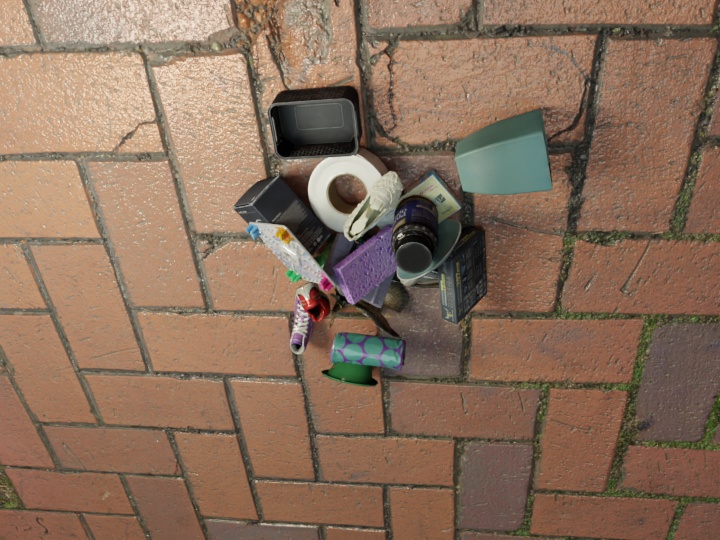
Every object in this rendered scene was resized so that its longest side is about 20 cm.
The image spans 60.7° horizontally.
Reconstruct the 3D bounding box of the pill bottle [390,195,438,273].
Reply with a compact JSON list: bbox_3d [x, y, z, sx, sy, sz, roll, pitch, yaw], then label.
[{"bbox_3d":[0.129,-0.083,1.450,0.111,0.201,0.113,3,124,5],"label":"pill bottle"}]

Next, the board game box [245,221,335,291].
[{"bbox_3d":[-0.172,-0.033,1.483,0.199,0.026,0.200,11,145,55],"label":"board game box"}]

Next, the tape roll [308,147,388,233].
[{"bbox_3d":[-0.024,-0.195,1.500,0.201,0.071,0.204,6,115,13],"label":"tape roll"}]

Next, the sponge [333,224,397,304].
[{"bbox_3d":[0.028,-0.016,1.531,0.030,0.200,0.112,19,140,47],"label":"sponge"}]

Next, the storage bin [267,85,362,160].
[{"bbox_3d":[-0.102,-0.341,1.421,0.198,0.094,0.136,-2,123,7],"label":"storage bin"}]

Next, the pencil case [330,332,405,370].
[{"bbox_3d":[0.022,0.218,1.653,0.198,0.086,0.093,6,143,5],"label":"pencil case"}]

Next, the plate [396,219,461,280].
[{"bbox_3d":[0.171,-0.045,1.493,0.200,0.201,0.026,-36,113,26],"label":"plate"}]

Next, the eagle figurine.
[{"bbox_3d":[0.024,0.094,1.670,0.198,0.151,0.153,6,93,18],"label":"eagle figurine"}]

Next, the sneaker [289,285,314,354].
[{"bbox_3d":[-0.161,0.148,1.738,0.072,0.115,0.202,8,123,3],"label":"sneaker"}]

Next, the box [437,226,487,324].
[{"bbox_3d":[0.262,0.013,1.571,0.051,0.158,0.201,17,133,36],"label":"box"}]

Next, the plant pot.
[{"bbox_3d":[0.324,-0.258,1.402,0.198,0.142,0.142,-8,122,21],"label":"plant pot"}]

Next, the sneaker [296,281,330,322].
[{"bbox_3d":[-0.121,0.101,1.631,0.076,0.085,0.200,-24,158,3],"label":"sneaker"}]

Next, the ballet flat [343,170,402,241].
[{"bbox_3d":[0.029,-0.141,1.436,0.071,0.072,0.200,33,118,-15],"label":"ballet flat"}]

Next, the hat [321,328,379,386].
[{"bbox_3d":[-0.008,0.235,1.803,0.199,0.165,0.178,11,92,31],"label":"hat"}]

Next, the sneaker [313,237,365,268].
[{"bbox_3d":[-0.069,-0.044,1.636,0.198,0.074,0.084,-16,97,19],"label":"sneaker"}]

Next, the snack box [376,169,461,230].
[{"bbox_3d":[0.140,-0.150,1.549,0.199,0.037,0.116,-34,113,26],"label":"snack box"}]

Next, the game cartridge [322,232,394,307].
[{"bbox_3d":[0.000,0.000,1.559,0.199,0.038,0.131,27,85,-34],"label":"game cartridge"}]

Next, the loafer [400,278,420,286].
[{"bbox_3d":[0.185,-0.031,1.578,0.200,0.070,0.070,-44,129,6],"label":"loafer"}]

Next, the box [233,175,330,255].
[{"bbox_3d":[-0.197,-0.125,1.527,0.200,0.104,0.148,49,160,-23],"label":"box"}]

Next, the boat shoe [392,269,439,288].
[{"bbox_3d":[0.138,0.013,1.643,0.198,0.061,0.074,7,124,2],"label":"boat shoe"}]
